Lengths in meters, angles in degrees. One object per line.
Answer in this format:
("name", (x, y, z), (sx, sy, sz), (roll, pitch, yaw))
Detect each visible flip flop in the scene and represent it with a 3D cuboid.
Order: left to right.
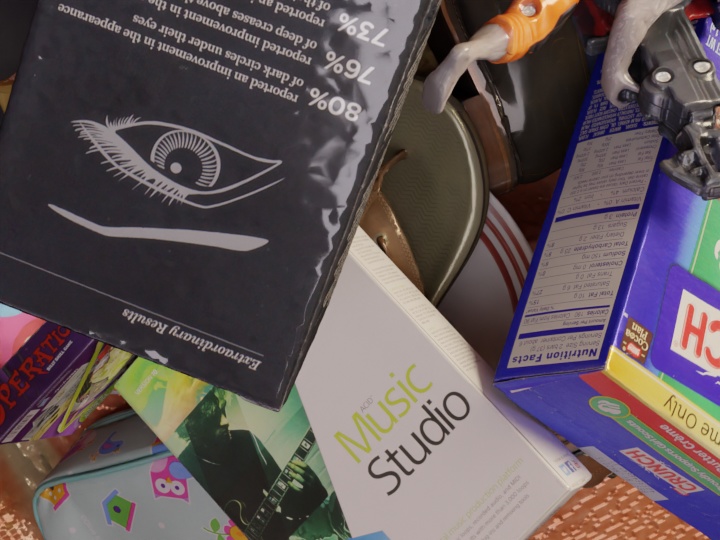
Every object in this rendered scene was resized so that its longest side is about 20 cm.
("flip flop", (0.000, 0.000, 1.067), (0.081, 0.058, 0.200), (31, 104, 23))

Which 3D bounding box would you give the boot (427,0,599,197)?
("boot", (0.075, -0.141, 1.080), (0.097, 0.075, 0.200), (-18, 110, -12))

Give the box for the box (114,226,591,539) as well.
("box", (-0.008, 0.076, 1.029), (0.200, 0.036, 0.144), (47, 111, 14))

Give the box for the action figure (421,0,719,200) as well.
("action figure", (0.112, -0.125, 0.958), (0.193, 0.200, 0.105), (-13, 146, -22))

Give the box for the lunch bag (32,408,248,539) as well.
("lunch bag", (-0.066, 0.161, 1.161), (0.160, 0.077, 0.200), (-19, 113, 31))

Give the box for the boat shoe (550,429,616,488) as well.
("boat shoe", (0.120, 0.078, 1.156), (0.200, 0.072, 0.068), (-14, 110, 19))

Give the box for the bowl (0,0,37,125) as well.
("bowl", (-0.214, -0.111, 1.052), (0.201, 0.039, 0.201), (0, 79, -1))

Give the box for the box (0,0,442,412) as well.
("box", (-0.061, -0.067, 0.879), (0.148, 0.104, 0.200), (22, 111, 1))

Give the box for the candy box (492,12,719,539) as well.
("candy box", (0.169, 0.006, 1.037), (0.169, 0.200, 0.077), (35, 151, -31))

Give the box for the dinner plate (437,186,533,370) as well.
("dinner plate", (0.015, 0.027, 1.121), (0.200, 0.024, 0.200), (8, 106, 32))

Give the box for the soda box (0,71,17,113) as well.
("soda box", (-0.072, -0.104, 1.025), (0.200, 0.064, 0.068), (-36, 112, -32))

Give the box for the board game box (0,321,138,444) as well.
("board game box", (-0.096, 0.003, 1.022), (0.200, 0.120, 0.032), (-46, 78, 5))

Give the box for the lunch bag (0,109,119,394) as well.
("lunch bag", (-0.167, -0.026, 1.115), (0.200, 0.082, 0.176), (0, 107, -1))
